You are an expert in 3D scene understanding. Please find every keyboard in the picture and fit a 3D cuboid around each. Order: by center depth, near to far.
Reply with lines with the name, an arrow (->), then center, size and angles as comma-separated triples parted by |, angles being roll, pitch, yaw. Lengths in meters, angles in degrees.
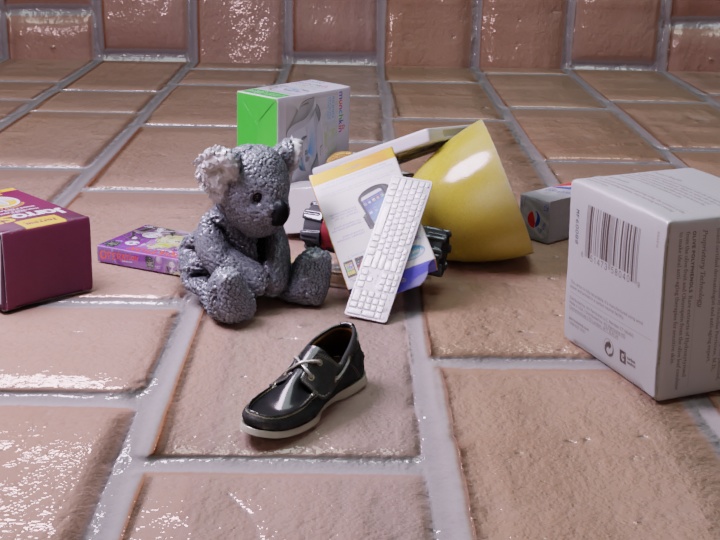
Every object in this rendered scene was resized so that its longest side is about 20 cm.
keyboard -> 0.036, -0.029, 1.446 | 0.056, 0.201, 0.011 | 13, -23, 15

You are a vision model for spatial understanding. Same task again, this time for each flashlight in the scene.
flashlight -> 0.021, -0.046, 1.538 | 0.198, 0.068, 0.068 | 9, 28, 18

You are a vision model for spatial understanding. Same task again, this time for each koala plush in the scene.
koala plush -> -0.141, -0.068, 1.432 | 0.176, 0.202, 0.183 | -14, 33, -38

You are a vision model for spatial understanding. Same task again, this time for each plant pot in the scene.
plant pot -> 0.142, -0.093, 1.628 | 0.141, 0.201, 0.200 | -21, 17, 6

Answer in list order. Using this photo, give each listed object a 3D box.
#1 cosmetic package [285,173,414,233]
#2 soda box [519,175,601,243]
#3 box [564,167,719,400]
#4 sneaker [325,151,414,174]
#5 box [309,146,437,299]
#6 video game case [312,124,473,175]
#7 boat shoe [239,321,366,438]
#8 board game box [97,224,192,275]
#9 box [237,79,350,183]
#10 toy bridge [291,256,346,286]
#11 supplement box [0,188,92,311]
cosmetic package -> -0.022, -0.100, 1.728 | 0.198, 0.075, 0.102 | -1, 11, 22
soda box -> 0.334, -0.097, 1.804 | 0.199, 0.069, 0.063 | -15, 24, -39
box -> 0.347, 0.007, 1.274 | 0.170, 0.202, 0.199 | -7, 19, -19
sneaker -> 0.031, -0.137, 1.881 | 0.198, 0.076, 0.088 | 19, 0, -12
box -> 0.019, -0.052, 1.487 | 0.118, 0.201, 0.042 | -19, -25, 0
video game case -> 0.056, -0.174, 1.706 | 0.199, 0.023, 0.182 | -16, 0, 31
boat shoe -> -0.058, 0.109, 1.155 | 0.071, 0.068, 0.200 | 12, 23, 26
board game box -> -0.252, -0.025, 1.617 | 0.198, 0.033, 0.120 | 9, 24, 23
box -> -0.108, -0.193, 1.858 | 0.096, 0.202, 0.176 | 16, 22, 38
toy bridge -> 0.000, 0.000, 1.551 | 0.198, 0.027, 0.067 | -2, 21, -10
supplement box -> -0.456, -0.032, 1.497 | 0.199, 0.104, 0.130 | 18, 23, 41
